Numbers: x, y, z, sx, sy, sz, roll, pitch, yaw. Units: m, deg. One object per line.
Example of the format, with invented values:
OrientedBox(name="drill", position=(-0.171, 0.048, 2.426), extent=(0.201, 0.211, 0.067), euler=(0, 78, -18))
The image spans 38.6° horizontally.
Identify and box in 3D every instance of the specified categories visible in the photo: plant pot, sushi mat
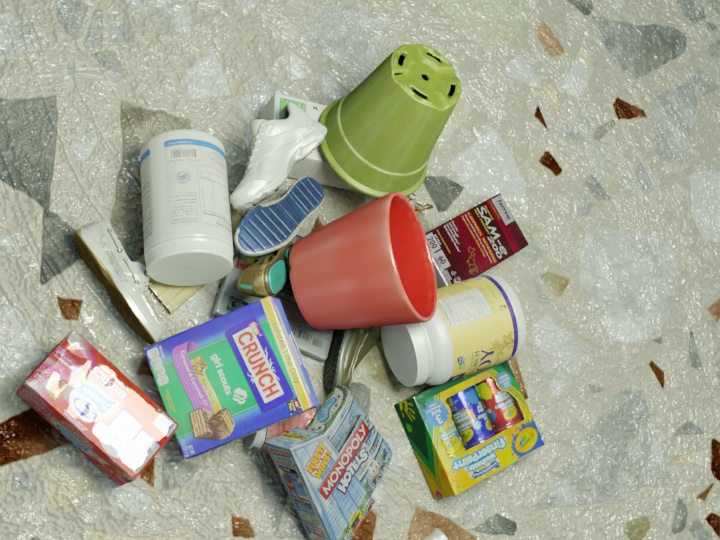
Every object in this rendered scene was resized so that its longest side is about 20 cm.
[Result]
OrientedBox(name="plant pot", position=(0.059, -0.247, 1.598), extent=(0.198, 0.190, 0.202), euler=(14, 55, -20))
OrientedBox(name="plant pot", position=(0.000, 0.000, 1.541), extent=(0.200, 0.176, 0.203), euler=(-15, 90, -71))
OrientedBox(name="sushi mat", position=(-0.251, -0.031, 1.584), extent=(0.096, 0.012, 0.200), euler=(49, 60, -5))

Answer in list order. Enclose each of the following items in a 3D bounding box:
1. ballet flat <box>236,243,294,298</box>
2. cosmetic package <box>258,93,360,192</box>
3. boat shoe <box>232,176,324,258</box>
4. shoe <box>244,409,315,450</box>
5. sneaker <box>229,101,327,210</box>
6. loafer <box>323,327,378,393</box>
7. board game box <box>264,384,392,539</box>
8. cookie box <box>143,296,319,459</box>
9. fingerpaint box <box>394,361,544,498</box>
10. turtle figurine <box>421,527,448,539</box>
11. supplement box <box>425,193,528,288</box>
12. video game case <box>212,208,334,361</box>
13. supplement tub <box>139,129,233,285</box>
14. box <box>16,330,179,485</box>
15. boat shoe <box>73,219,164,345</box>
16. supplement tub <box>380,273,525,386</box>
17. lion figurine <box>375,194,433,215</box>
OrientedBox(name="ballet flat", position=(-0.133, 0.002, 1.550), extent=(0.200, 0.072, 0.069), euler=(-41, 124, -68))
OrientedBox(name="cosmetic package", position=(-0.065, -0.207, 1.691), extent=(0.198, 0.085, 0.109), euler=(8, 68, -23))
OrientedBox(name="boat shoe", position=(-0.131, -0.068, 1.578), extent=(0.072, 0.072, 0.200), euler=(51, 47, 0))
OrientedBox(name="shoe", position=(-0.115, 0.174, 1.553), extent=(0.090, 0.071, 0.202), euler=(12, 81, -26))
OrientedBox(name="sneaker", position=(-0.144, -0.177, 1.563), extent=(0.099, 0.078, 0.200), euler=(44, 63, -10))
OrientedBox(name="loafer", position=(-0.003, 0.107, 1.631), extent=(0.069, 0.075, 0.202), euler=(22, 66, -14))
OrientedBox(name="board game box", position=(-0.045, 0.280, 1.519), extent=(0.201, 0.061, 0.201), euler=(-54, 129, -29))
OrientedBox(name="cookie box", position=(-0.183, 0.152, 1.471), extent=(0.198, 0.075, 0.173), euler=(-23, 85, 4))
OrientedBox(name="fingerpaint box", position=(0.180, 0.252, 1.680), extent=(0.199, 0.073, 0.168), euler=(-20, 84, -30))
OrientedBox(name="turtle figurine", position=(0.065, 0.484, 1.515), extent=(0.193, 0.199, 0.145), euler=(-26, 121, -34))
OrientedBox(name="supplement box", position=(0.186, -0.043, 1.781), extent=(0.199, 0.061, 0.110), euler=(-29, 88, -31))
OrientedBox(name="video game case", position=(-0.118, 0.023, 1.622), extent=(0.199, 0.023, 0.184), euler=(25, 65, -22))
OrientedBox(name="supplement tub", position=(-0.258, -0.093, 1.519), extent=(0.131, 0.132, 0.202), euler=(4, 66, -26))
OrientedBox(name="box", position=(-0.361, 0.191, 1.412), extent=(0.200, 0.095, 0.100), euler=(43, 60, -9))
OrientedBox(name="boat shoe", position=(-0.335, 0.013, 1.494), extent=(0.069, 0.071, 0.201), euler=(-33, 90, -29))
OrientedBox(name="supplement tub", position=(0.147, 0.097, 1.638), extent=(0.198, 0.145, 0.147), euler=(-16, 82, -22))
OrientedBox(name="lion figurine", position=(0.040, -0.065, 1.693), extent=(0.199, 0.123, 0.072), euler=(2, 28, -49))
